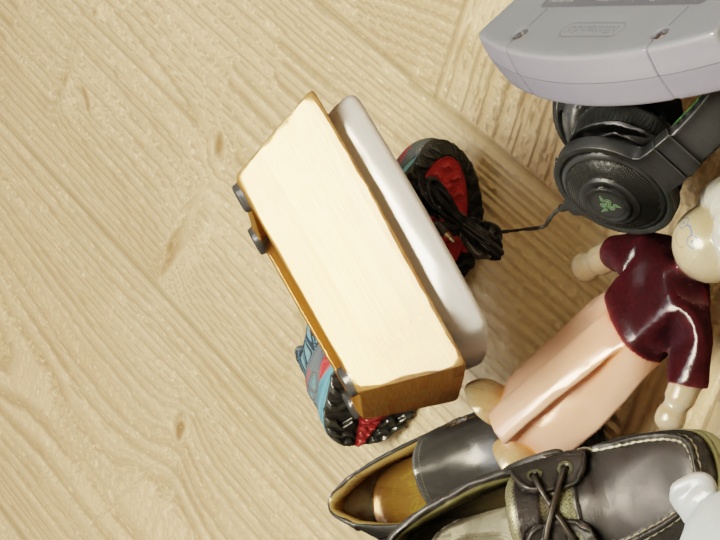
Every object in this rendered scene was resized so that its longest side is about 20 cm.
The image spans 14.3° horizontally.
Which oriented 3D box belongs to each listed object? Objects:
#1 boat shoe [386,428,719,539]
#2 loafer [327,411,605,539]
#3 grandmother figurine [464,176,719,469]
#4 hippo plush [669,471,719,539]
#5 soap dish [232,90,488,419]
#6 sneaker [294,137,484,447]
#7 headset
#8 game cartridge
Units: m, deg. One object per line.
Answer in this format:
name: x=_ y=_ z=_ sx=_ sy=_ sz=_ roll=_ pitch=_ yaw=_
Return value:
boat shoe: x=0.097 y=0.129 z=1.452 sx=0.200 sy=0.065 sz=0.074 roll=-28 pitch=62 yaw=37
loafer: x=0.060 y=0.117 z=1.609 sx=0.200 sy=0.072 sz=0.073 roll=-34 pitch=59 yaw=49
grandmother figurine: x=0.141 y=0.029 z=1.478 sx=0.200 sy=0.060 sz=0.122 roll=-48 pitch=59 yaw=28
hippo plush: x=0.163 y=0.178 z=1.368 sx=0.159 sy=0.200 sz=0.162 roll=9 pitch=88 yaw=34
soap dish: x=0.000 y=0.000 z=1.519 sx=0.158 sy=0.081 sz=0.200 roll=60 pitch=177 yaw=7
sneaker: x=0.004 y=0.000 z=1.694 sx=0.096 sy=0.079 sz=0.201 roll=52 pitch=129 yaw=46
headset: x=0.122 y=-0.074 z=1.469 sx=0.200 sy=0.094 sz=0.124 roll=-41 pitch=21 yaw=25
game cartridge: x=0.151 y=-0.135 z=1.444 sx=0.200 sy=0.133 sz=0.041 roll=8 pitch=133 yaw=58
